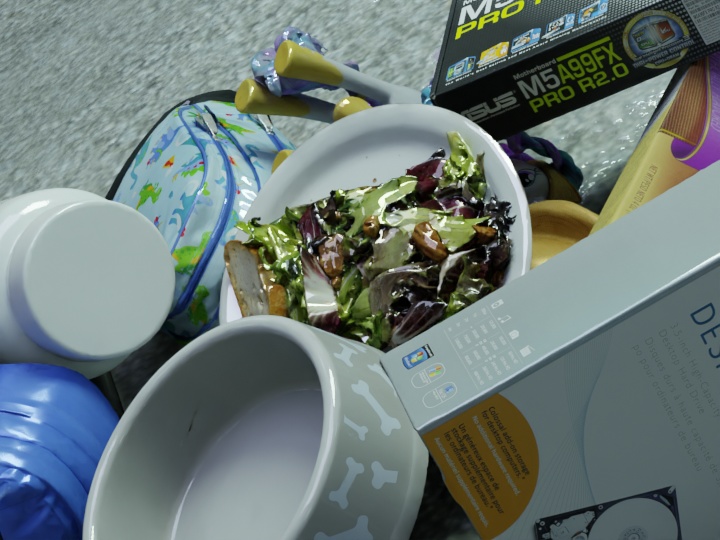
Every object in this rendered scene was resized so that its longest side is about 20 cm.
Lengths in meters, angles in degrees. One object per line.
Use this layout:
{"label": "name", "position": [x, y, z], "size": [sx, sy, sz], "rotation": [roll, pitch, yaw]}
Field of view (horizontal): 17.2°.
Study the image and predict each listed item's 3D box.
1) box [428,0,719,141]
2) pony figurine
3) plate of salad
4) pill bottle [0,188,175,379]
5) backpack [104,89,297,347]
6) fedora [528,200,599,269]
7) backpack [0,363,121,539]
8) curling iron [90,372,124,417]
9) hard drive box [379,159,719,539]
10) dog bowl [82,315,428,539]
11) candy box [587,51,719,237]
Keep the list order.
{"label": "box", "position": [0.142, -0.157, 1.340], "size": [0.200, 0.044, 0.160], "rotation": [-21, 30, 24]}
{"label": "pony figurine", "position": [0.030, -0.086, 1.450], "size": [0.167, 0.200, 0.193], "rotation": [-66, 26, 22]}
{"label": "plate of salad", "position": [0.000, 0.000, 1.278], "size": [0.200, 0.048, 0.200], "rotation": [-14, 63, 30]}
{"label": "pill bottle", "position": [-0.183, 0.010, 1.397], "size": [0.114, 0.114, 0.200], "rotation": [-42, 14, -21]}
{"label": "backpack", "position": [-0.091, -0.019, 1.494], "size": [0.163, 0.154, 0.200], "rotation": [-57, 44, 9]}
{"label": "fedora", "position": [0.102, 0.019, 1.300], "size": [0.200, 0.082, 0.201], "rotation": [-23, 30, 14]}
{"label": "backpack", "position": [-0.224, 0.151, 1.329], "size": [0.200, 0.163, 0.168], "rotation": [-7, 39, 15]}
{"label": "curling iron", "position": [-0.145, 0.097, 1.469], "size": [0.050, 0.026, 0.200], "rotation": [-38, 29, 1]}
{"label": "hard drive box", "position": [0.135, 0.064, 1.124], "size": [0.200, 0.156, 0.077], "rotation": [-31, 28, 1]}
{"label": "dog bowl", "position": [-0.060, 0.112, 1.202], "size": [0.200, 0.059, 0.200], "rotation": [-27, 46, 31]}
{"label": "candy box", "position": [0.200, -0.040, 1.265], "size": [0.200, 0.117, 0.056], "rotation": [-58, 1, -40]}
